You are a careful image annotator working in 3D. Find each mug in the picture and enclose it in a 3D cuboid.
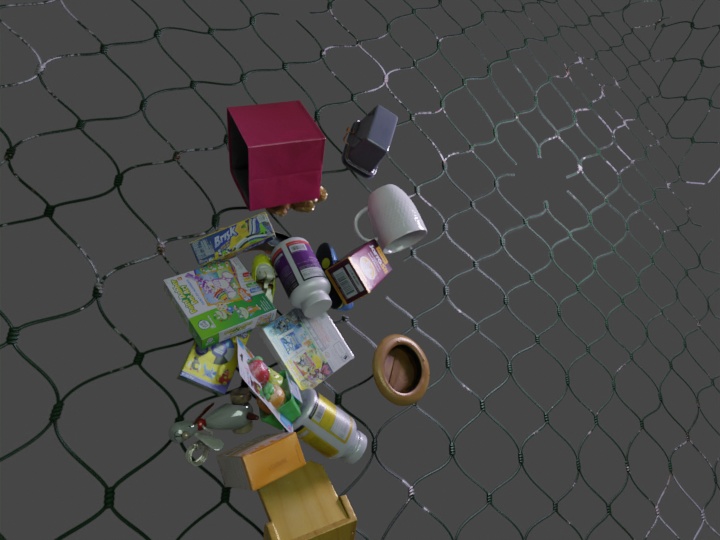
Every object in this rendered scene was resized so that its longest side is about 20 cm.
[{"bbox_3d":[0.075,-0.152,1.589,0.199,0.148,0.176,-23,75,-4],"label":"mug"}]

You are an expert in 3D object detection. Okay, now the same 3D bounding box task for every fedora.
[{"bbox_3d":[0.098,0.278,1.449,0.199,0.082,0.202,16,58,-26],"label":"fedora"}]

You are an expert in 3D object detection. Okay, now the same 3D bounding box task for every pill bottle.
[{"bbox_3d":[-0.150,0.019,1.362,0.112,0.113,0.201,-10,56,-32],"label":"pill bottle"},{"bbox_3d":[-0.081,0.383,1.276,0.200,0.112,0.112,42,55,-21],"label":"pill bottle"}]

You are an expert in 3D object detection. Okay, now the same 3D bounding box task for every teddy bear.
[{"bbox_3d":[-0.184,-0.222,1.500,0.199,0.067,0.146,-7,71,-32],"label":"teddy bear"}]

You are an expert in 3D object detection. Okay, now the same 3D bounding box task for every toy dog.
[{"bbox_3d":[-0.305,0.338,1.160,0.200,0.096,0.133,-37,114,-35],"label":"toy dog"}]

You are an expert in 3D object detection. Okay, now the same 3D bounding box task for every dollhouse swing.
[{"bbox_3d":[-0.140,0.582,1.215,0.199,0.176,0.183,-7,115,-32],"label":"dollhouse swing"}]

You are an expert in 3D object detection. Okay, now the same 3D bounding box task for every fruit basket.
[{"bbox_3d":[-0.213,0.254,1.200,0.093,0.185,0.201,-30,114,-4],"label":"fruit basket"}]

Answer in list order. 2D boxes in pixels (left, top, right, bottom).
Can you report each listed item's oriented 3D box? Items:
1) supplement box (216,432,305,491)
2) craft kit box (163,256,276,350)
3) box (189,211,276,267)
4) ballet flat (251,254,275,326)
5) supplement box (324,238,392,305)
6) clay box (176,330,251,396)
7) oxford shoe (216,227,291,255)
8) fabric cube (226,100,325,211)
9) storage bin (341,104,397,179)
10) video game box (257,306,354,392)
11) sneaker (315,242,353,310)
[{"bbox_3d":[-0.220,0.409,1.138,0.125,0.200,0.074,-16,82,-35],"label":"supplement box"},{"bbox_3d":[-0.335,0.070,1.258,0.197,0.049,0.200,-24,57,-34],"label":"craft kit box"},{"bbox_3d":[-0.314,-0.075,1.312,0.199,0.070,0.065,-23,88,-8],"label":"box"},{"bbox_3d":[-0.245,0.043,1.356,0.066,0.067,0.202,10,65,-26],"label":"ballet flat"},{"bbox_3d":[0.000,0.000,1.451,0.111,0.085,0.200,59,28,-5],"label":"supplement box"},{"bbox_3d":[-0.340,0.183,1.255,0.114,0.048,0.201,27,60,-17],"label":"clay box"},{"bbox_3d":[-0.277,-0.089,1.387,0.199,0.073,0.072,6,68,-28],"label":"oxford shoe"},{"bbox_3d":[-0.225,-0.302,1.379,0.198,0.201,0.197,-14,49,-23],"label":"fabric cube"},{"bbox_3d":[0.031,-0.421,1.666,0.145,0.134,0.201,27,58,-18],"label":"storage bin"},{"bbox_3d":[-0.138,0.194,1.369,0.182,0.047,0.201,-31,87,-38],"label":"video game box"},{"bbox_3d":[-0.070,0.019,1.478,0.078,0.066,0.201,7,60,-53],"label":"sneaker"}]
